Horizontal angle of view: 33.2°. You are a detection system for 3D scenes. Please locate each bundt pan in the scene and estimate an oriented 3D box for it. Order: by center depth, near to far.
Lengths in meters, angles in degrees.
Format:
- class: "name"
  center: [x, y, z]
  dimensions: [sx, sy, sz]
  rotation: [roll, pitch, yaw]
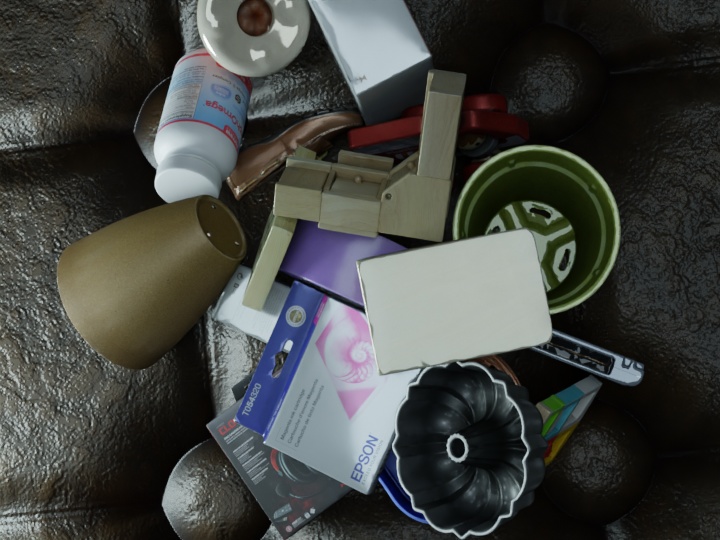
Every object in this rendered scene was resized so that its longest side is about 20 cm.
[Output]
- class: "bundt pan"
  center: [0.134, 0.200, 1.386]
  dimensions: [0.201, 0.075, 0.205]
  rotation: [-1, 88, 45]

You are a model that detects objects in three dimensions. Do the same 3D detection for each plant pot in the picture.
- class: "plant pot"
  center: [0.214, -0.039, 1.506]
  dimensions: [0.198, 0.184, 0.203]
  rotation: [0, 84, 5]
- class: "plant pot"
  center: [-0.246, -0.005, 1.513]
  dimensions: [0.199, 0.186, 0.188]
  rotation: [-33, 81, 25]

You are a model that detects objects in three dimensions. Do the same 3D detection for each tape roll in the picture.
- class: "tape roll"
  center: [0.000, 0.000, 1.515]
  dimensions: [0.198, 0.200, 0.086]
  rotation: [25, 87, 8]

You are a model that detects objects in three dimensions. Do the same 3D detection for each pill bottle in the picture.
- class: "pill bottle"
  center: [-0.206, -0.182, 1.562]
  dimensions: [0.107, 0.109, 0.202]
  rotation: [3, 55, 6]

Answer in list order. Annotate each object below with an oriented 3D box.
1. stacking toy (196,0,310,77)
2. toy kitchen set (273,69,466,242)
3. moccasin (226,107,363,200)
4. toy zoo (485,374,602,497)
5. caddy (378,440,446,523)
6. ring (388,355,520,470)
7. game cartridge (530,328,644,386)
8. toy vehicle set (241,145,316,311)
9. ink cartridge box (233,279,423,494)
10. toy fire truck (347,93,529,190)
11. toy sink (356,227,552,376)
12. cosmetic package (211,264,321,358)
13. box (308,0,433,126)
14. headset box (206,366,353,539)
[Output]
- class: "stacking toy"
  center: [-0.157, -0.329, 1.575]
  dimensions: [0.144, 0.200, 0.148]
  rotation: [-3, 101, -18]
- class: "toy kitchen set"
  center: [0.016, -0.158, 1.410]
  dimensions: [0.198, 0.164, 0.182]
  rotation: [9, 117, 4]
- class: "moccasin"
  center: [-0.086, -0.155, 1.604]
  dimensions: [0.200, 0.074, 0.078]
  rotation: [-26, 88, 1]
- class: "toy zoo"
  center: [0.233, 0.197, 1.480]
  dimensions: [0.020, 0.199, 0.132]
  rotation: [38, 114, 22]
- class: "caddy"
  center: [0.080, 0.219, 1.511]
  dimensions: [0.141, 0.105, 0.201]
  rotation: [-37, 82, 2]
- class: "ring"
  center: [0.119, 0.191, 1.573]
  dimensions: [0.198, 0.019, 0.203]
  rotation: [-1, 84, 6]
- class: "game cartridge"
  center: [0.253, 0.096, 1.512]
  dimensions: [0.198, 0.133, 0.042]
  rotation: [21, 85, 8]
- class: "toy vehicle set"
  center: [-0.100, -0.055, 1.500]
  dimensions: [0.026, 0.201, 0.125]
  rotation: [21, 123, -7]
- class: "ink cartridge box"
  center: [-0.036, 0.140, 1.470]
  dimensions: [0.198, 0.043, 0.198]
  rotation: [24, 91, 9]
- class: "toy fire truck"
  center: [0.103, -0.166, 1.525]
  dimensions: [0.198, 0.167, 0.114]
  rotation: [-7, 83, 28]
- class: "toy sink"
  center: [0.107, 0.031, 1.360]
  dimensions: [0.198, 0.112, 0.132]
  rotation: [-12, 91, 6]
- class: "cosmetic package"
  center: [-0.078, 0.070, 1.560]
  dimensions: [0.198, 0.113, 0.082]
  rotation: [26, 88, 10]
- class: "box"
  center: [0.018, -0.287, 1.544]
  dimensions: [0.105, 0.200, 0.154]
  rotation: [-26, 83, 2]
- class: "headset box"
  center: [-0.092, 0.220, 1.561]
  dimensions: [0.148, 0.075, 0.201]
  rotation: [-36, 82, 2]
